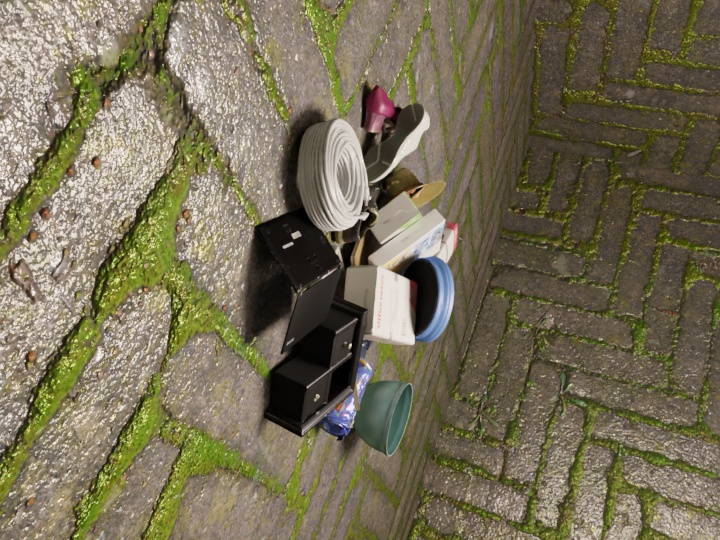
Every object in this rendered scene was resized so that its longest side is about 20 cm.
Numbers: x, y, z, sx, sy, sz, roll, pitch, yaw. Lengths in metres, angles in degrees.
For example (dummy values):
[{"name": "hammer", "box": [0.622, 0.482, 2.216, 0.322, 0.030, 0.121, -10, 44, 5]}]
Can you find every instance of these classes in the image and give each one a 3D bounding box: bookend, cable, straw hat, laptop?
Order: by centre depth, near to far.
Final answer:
[{"name": "laptop", "box": [-0.116, 0.011, 1.116, 0.201, 0.103, 0.177, 58, 28, -2]}, {"name": "cable", "box": [-0.048, -0.172, 1.142, 0.200, 0.069, 0.202, -39, 126, -64]}, {"name": "bookend", "box": [-0.083, 0.180, 1.233, 0.198, 0.092, 0.201, -28, 133, -56]}, {"name": "straw hat", "box": [0.106, -0.204, 1.549, 0.086, 0.200, 0.201, 62, 17, 10]}]

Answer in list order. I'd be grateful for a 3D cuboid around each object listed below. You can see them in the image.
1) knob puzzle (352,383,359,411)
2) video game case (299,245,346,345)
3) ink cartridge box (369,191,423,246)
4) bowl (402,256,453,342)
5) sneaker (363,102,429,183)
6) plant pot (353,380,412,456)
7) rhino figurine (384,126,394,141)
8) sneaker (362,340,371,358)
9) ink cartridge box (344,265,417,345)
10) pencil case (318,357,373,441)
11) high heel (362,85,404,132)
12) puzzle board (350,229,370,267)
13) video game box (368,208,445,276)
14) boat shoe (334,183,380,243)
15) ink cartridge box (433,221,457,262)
[{"name": "knob puzzle", "box": [-0.029, 0.215, 1.420, 0.220, 0.030, 0.222, 172, -90, -88]}, {"name": "video game case", "box": [-0.077, 0.078, 1.338, 0.183, 0.023, 0.201, 76, 33, -53]}, {"name": "ink cartridge box", "box": [0.090, -0.109, 1.507, 0.117, 0.068, 0.200, -37, 169, 6]}, {"name": "bowl", "box": [0.145, 0.065, 1.470, 0.200, 0.039, 0.202, -34, -129, 56]}, {"name": "sneaker", "box": [0.083, -0.266, 1.378, 0.200, 0.070, 0.080, -48, 156, 13]}, {"name": "plant pot", "box": [0.048, 0.387, 1.725, 0.200, 0.133, 0.202, 13, 90, -70]}, {"name": "rhino figurine", "box": [0.081, -0.292, 1.476, 0.200, 0.059, 0.088, -53, 159, -42]}, {"name": "sneaker", "box": [0.032, 0.143, 1.593, 0.075, 0.084, 0.202, -8, 111, -69]}, {"name": "ink cartridge box", "box": [0.046, 0.079, 1.386, 0.200, 0.082, 0.148, 23, 69, -57]}, {"name": "pencil case", "box": [-0.032, 0.302, 1.517, 0.078, 0.086, 0.201, 74, 33, -48]}, {"name": "high heel", "box": [0.073, -0.362, 1.386, 0.200, 0.067, 0.097, -37, 147, -57]}, {"name": "puzzle board", "box": [0.000, 0.000, 1.479, 0.151, 0.017, 0.201, -71, 164, -49]}, {"name": "video game box", "box": [0.108, -0.040, 1.506, 0.199, 0.047, 0.182, -36, 164, -11]}, {"name": "boat shoe", "box": [0.009, -0.120, 1.377, 0.201, 0.066, 0.072, -56, 151, -46]}, {"name": "ink cartridge box", "box": [0.174, -0.065, 1.757, 0.200, 0.145, 0.085, -55, 150, -48]}]
